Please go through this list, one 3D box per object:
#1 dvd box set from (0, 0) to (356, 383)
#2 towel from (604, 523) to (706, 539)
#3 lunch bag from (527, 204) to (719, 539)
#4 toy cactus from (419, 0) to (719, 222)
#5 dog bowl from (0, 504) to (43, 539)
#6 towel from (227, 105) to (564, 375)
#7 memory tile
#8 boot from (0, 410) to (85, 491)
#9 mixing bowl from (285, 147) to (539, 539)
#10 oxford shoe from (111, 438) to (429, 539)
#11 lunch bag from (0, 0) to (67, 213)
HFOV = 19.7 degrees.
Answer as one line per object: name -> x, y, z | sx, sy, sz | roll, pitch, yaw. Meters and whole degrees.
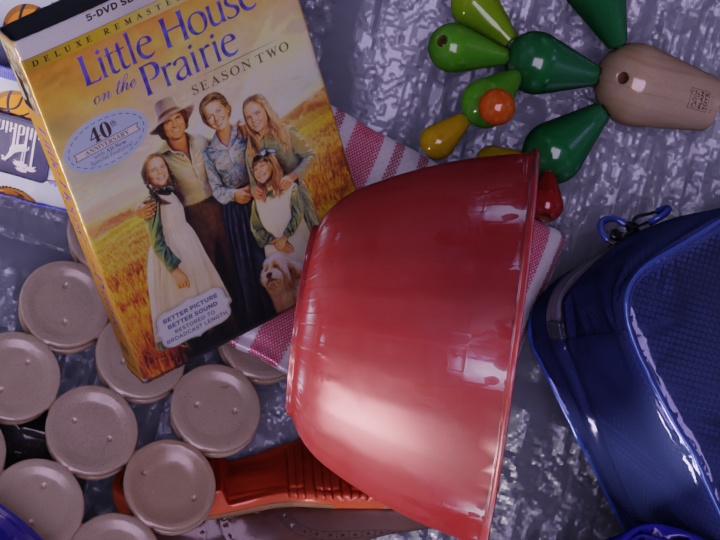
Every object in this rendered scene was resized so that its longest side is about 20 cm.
dvd box set -> -0.081, -0.060, 1.041 | 0.146, 0.029, 0.201 | -27, 121, -17
towel -> 0.168, 0.186, 1.095 | 0.147, 0.200, 0.050 | 30, 68, -4
lunch bag -> 0.181, 0.058, 1.105 | 0.135, 0.132, 0.201 | -26, 91, -24
toy cactus -> 0.119, -0.113, 1.117 | 0.164, 0.102, 0.201 | 12, 81, -15
dog bowl -> -0.235, 0.198, 1.081 | 0.199, 0.079, 0.201 | 14, 129, 18
towel -> 0.000, 0.000, 1.134 | 0.199, 0.030, 0.147 | 28, 75, -5
memory tile -> -0.131, 0.067, 1.109 | 0.153, 0.017, 0.200 | 33, 65, 0
boot -> -0.248, 0.127, 1.136 | 0.199, 0.068, 0.131 | 15, 100, -2
mixing bowl -> 0.023, 0.031, 1.026 | 0.108, 0.200, 0.202 | 9, 95, 2
oxford shoe -> -0.035, 0.138, 1.149 | 0.199, 0.071, 0.073 | -3, 113, 5
lunch bag -> -0.161, -0.131, 1.087 | 0.169, 0.124, 0.201 | 14, 108, -4
